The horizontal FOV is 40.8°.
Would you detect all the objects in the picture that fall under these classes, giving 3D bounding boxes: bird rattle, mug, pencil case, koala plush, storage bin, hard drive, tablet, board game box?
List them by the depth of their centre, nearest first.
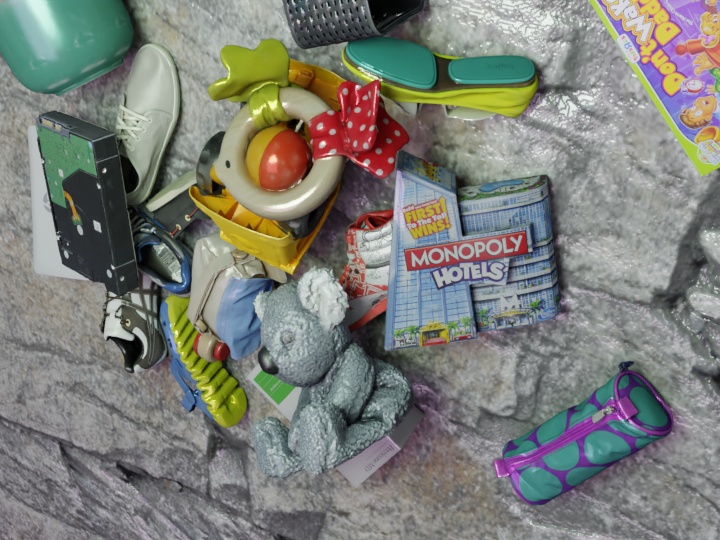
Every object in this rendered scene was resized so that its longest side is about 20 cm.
[{"bbox_3d":[0.310,-0.204,0.854,0.134,0.045,0.201,-31,98,37],"label":"board game box"},{"bbox_3d":[-0.019,-0.327,0.914,0.092,0.135,0.204,-2,115,30],"label":"storage bin"},{"bbox_3d":[-0.061,-0.126,0.947,0.198,0.113,0.165,30,89,10],"label":"bird rattle"},{"bbox_3d":[0.105,-0.030,1.014,0.196,0.062,0.204,-8,114,9],"label":"board game box"},{"bbox_3d":[0.245,0.186,1.074,0.200,0.091,0.086,-44,50,39],"label":"pencil case"},{"bbox_3d":[-0.047,0.102,1.079,0.177,0.182,0.203,-27,87,58],"label":"koala plush"},{"bbox_3d":[-0.339,-0.279,1.131,0.150,0.186,0.116,-23,108,11],"label":"mug"},{"bbox_3d":[-0.335,-0.084,1.186,0.138,0.038,0.204,21,126,39],"label":"hard drive"},{"bbox_3d":[-0.397,-0.091,1.301,0.128,0.014,0.205,6,100,27],"label":"tablet"}]

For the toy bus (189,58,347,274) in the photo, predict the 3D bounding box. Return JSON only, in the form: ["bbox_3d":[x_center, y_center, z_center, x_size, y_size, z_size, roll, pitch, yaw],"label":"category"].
[{"bbox_3d":[-0.076,-0.099,1.076,0.134,0.202,0.193,24,161,16],"label":"toy bus"}]

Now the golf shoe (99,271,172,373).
[{"bbox_3d":[-0.317,0.044,1.316,0.077,0.094,0.203,-11,108,34],"label":"golf shoe"}]

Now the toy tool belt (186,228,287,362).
[{"bbox_3d":[-0.149,0.052,1.208,0.122,0.124,0.203,27,127,24],"label":"toy tool belt"}]

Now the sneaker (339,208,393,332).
[{"bbox_3d":[0.001,-0.001,1.125,0.199,0.067,0.109,-27,105,32],"label":"sneaker"}]

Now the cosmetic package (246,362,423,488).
[{"bbox_3d":[-0.031,0.158,1.221,0.200,0.085,0.108,44,125,2],"label":"cosmetic package"}]

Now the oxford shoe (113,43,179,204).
[{"bbox_3d":[-0.269,-0.173,1.175,0.074,0.058,0.203,25,109,19],"label":"oxford shoe"}]

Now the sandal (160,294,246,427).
[{"bbox_3d":[-0.232,0.127,1.326,0.086,0.079,0.204,-5,112,35],"label":"sandal"}]

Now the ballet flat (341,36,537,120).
[{"bbox_3d":[0.076,-0.182,0.958,0.195,0.068,0.068,6,142,-3],"label":"ballet flat"}]

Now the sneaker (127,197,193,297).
[{"bbox_3d":[-0.280,-0.046,1.237,0.199,0.085,0.077,42,92,-4],"label":"sneaker"}]

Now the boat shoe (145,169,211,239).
[{"bbox_3d":[-0.180,-0.099,1.175,0.200,0.074,0.063,-26,109,39],"label":"boat shoe"}]
